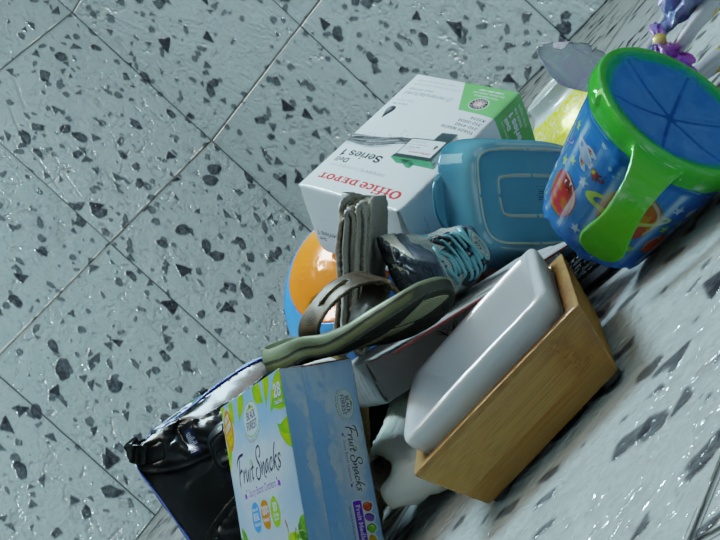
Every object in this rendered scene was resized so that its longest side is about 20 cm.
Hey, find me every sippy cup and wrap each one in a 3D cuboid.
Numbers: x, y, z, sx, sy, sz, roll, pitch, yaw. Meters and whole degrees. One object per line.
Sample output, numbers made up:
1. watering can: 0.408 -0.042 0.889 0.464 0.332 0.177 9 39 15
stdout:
1. sippy cup: 0.207 -0.076 1.197 0.177 0.140 0.131 -11 -34 -39

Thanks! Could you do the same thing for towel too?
1. towel: 0.000 0.000 1.352 0.200 0.034 0.134 -23 -64 -84

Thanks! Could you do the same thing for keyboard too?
1. keyboard: 0.186 0.003 1.394 0.200 0.021 0.127 -44 6 44

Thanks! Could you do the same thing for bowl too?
1. bowl: 0.248 -0.168 1.734 0.200 0.107 0.200 -49 4 4

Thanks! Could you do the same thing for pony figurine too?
1. pony figurine: 0.267 -0.172 1.456 0.201 0.166 0.193 -53 -27 -15

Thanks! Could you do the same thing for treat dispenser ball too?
1. treat dispenser ball: 0.018 0.031 1.663 0.201 0.201 0.201 -48 4 4

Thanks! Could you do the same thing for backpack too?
1. backpack: -0.098 0.191 1.578 0.199 0.183 0.147 -39 -17 0

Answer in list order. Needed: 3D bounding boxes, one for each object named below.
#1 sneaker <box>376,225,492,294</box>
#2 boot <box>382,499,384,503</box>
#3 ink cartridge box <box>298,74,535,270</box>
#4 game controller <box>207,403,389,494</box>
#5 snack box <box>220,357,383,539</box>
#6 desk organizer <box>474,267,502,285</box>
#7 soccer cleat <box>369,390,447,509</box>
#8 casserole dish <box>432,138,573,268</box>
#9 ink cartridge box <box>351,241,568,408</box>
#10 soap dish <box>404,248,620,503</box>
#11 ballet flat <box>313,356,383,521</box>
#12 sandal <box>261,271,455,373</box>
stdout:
1. sneaker: 0.065 -0.010 1.319 0.086 0.078 0.200 -27 1 1
2. boot: -0.065 0.226 1.448 0.200 0.097 0.075 -46 4 34
3. ink cartridge box: 0.058 -0.098 1.563 0.145 0.085 0.200 16 49 42
4. game controller: -0.039 0.153 1.451 0.198 0.105 0.042 -22 36 8
5. snack box: -0.049 0.172 1.257 0.067 0.171 0.200 -6 -10 -21
6. desk organizer: 0.144 -0.023 1.539 0.072 0.077 0.200 -45 -1 41
7. soccer cleat: 0.036 0.145 1.282 0.077 0.070 0.200 -31 6 -3
8. casserole dish: 0.149 -0.066 1.463 0.199 0.123 0.039 -2 -8 -43
9. ink cartridge box: 0.091 0.042 1.293 0.199 0.044 0.173 -31 2 -17
10. soap dish: 0.107 0.072 1.121 0.158 0.081 0.200 -48 3 10
11. ballet flat: -0.025 0.134 1.355 0.067 0.202 0.073 -13 -30 4
12. sandal: -0.013 0.034 1.191 0.079 0.058 0.200 -8 -8 -43
